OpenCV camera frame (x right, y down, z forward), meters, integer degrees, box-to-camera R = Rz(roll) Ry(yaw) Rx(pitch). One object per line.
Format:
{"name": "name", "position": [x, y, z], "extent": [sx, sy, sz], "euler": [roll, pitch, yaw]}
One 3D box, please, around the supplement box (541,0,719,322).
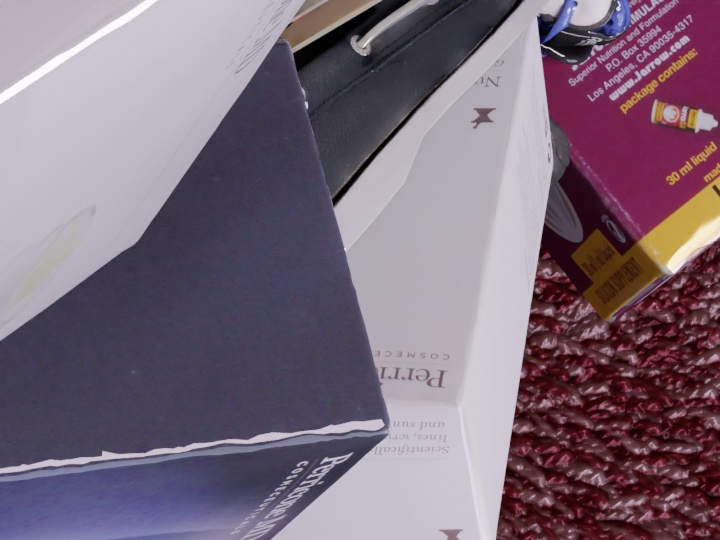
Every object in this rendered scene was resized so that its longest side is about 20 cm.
{"name": "supplement box", "position": [0.089, -0.093, 1.133], "extent": [0.103, 0.200, 0.131], "euler": [-38, 175, -10]}

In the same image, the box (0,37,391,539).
{"name": "box", "position": [-0.126, 0.037, 0.737], "extent": [0.197, 0.124, 0.200], "euler": [-6, 159, -27]}

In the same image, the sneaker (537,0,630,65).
{"name": "sneaker", "position": [0.039, -0.117, 1.023], "extent": [0.199, 0.115, 0.081], "euler": [-34, 173, -10]}

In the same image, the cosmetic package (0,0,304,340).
{"name": "cosmetic package", "position": [-0.124, -0.035, 0.530], "extent": [0.200, 0.123, 0.199], "euler": [-38, 175, -29]}

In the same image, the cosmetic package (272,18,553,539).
{"name": "cosmetic package", "position": [0.000, 0.000, 0.929], "extent": [0.201, 0.112, 0.081], "euler": [-79, 164, -46]}

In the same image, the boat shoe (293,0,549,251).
{"name": "boat shoe", "position": [0.005, -0.069, 0.879], "extent": [0.076, 0.060, 0.200], "euler": [-37, -167, 50]}

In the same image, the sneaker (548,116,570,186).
{"name": "sneaker", "position": [-0.012, -0.019, 1.066], "extent": [0.199, 0.080, 0.074], "euler": [-11, 154, 21]}

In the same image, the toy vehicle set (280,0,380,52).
{"name": "toy vehicle set", "position": [-0.024, -0.088, 0.768], "extent": [0.199, 0.027, 0.124], "euler": [-29, 173, 20]}
